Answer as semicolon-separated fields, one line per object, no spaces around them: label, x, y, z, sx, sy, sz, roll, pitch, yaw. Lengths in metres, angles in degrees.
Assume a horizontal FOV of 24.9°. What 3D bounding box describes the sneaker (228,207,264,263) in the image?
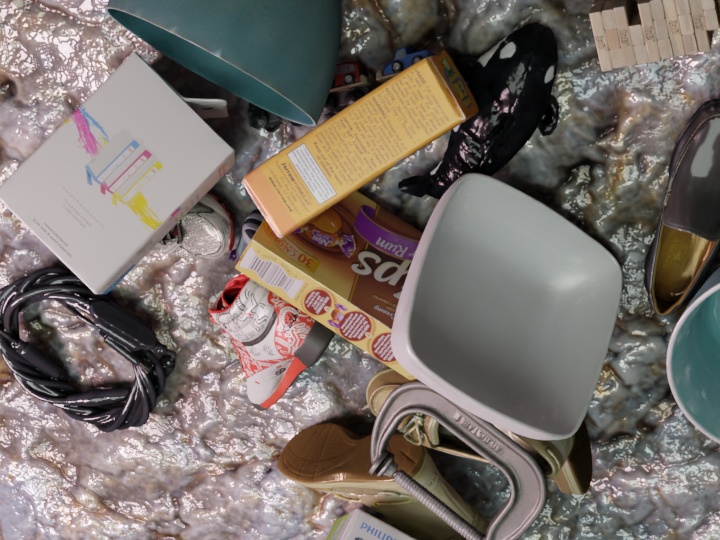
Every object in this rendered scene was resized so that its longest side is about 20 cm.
sneaker;-0.031;0.016;1.557;0.200;0.075;0.088;36;145;-1

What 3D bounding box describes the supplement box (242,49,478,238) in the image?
supplement box;0.000;-0.108;1.393;0.200;0.067;0.069;-34;92;20

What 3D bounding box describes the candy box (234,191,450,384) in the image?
candy box;0.000;0.000;1.490;0.200;0.117;0.057;32;142;-2

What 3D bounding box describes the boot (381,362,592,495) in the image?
boot;0.123;0.142;1.569;0.154;0.072;0.201;-22;106;27

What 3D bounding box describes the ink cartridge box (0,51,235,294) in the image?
ink cartridge box;-0.206;-0.092;1.457;0.125;0.129;0.200;44;85;-3

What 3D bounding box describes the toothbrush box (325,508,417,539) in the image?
toothbrush box;0.030;0.312;1.627;0.145;0.086;0.200;28;165;-1

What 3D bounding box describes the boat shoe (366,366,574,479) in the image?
boat shoe;0.095;0.141;1.502;0.200;0.063;0.073;19;118;13

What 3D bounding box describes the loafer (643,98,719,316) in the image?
loafer;0.291;-0.049;1.400;0.072;0.072;0.201;14;122;10

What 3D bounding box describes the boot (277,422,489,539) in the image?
boot;0.023;0.224;1.645;0.199;0.073;0.155;-4;140;43

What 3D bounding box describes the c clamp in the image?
c clamp;0.082;0.202;1.490;0.200;0.027;0.171;43;123;6

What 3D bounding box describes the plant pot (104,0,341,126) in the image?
plant pot;-0.094;-0.227;1.366;0.200;0.200;0.135;28;87;0

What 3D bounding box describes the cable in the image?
cable;-0.293;0.082;1.684;0.199;0.051;0.163;30;129;-4

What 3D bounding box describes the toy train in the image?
toy train;-0.011;-0.163;1.450;0.199;0.034;0.046;-10;82;24

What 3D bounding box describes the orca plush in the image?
orca plush;0.101;-0.124;1.416;0.105;0.071;0.200;44;123;-11

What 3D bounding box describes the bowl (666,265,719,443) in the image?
bowl;0.367;0.055;1.413;0.200;0.105;0.202;6;122;9

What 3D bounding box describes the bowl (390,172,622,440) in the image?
bowl;0.119;0.038;1.438;0.200;0.200;0.075;30;154;-20

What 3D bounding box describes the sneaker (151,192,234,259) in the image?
sneaker;-0.216;-0.042;1.559;0.199;0.082;0.078;10;122;11

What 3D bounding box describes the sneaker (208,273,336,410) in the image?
sneaker;-0.098;0.062;1.564;0.108;0.067;0.201;35;152;-4

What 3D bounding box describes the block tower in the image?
block tower;0.289;-0.212;1.315;0.199;0.054;0.058;-7;118;21
